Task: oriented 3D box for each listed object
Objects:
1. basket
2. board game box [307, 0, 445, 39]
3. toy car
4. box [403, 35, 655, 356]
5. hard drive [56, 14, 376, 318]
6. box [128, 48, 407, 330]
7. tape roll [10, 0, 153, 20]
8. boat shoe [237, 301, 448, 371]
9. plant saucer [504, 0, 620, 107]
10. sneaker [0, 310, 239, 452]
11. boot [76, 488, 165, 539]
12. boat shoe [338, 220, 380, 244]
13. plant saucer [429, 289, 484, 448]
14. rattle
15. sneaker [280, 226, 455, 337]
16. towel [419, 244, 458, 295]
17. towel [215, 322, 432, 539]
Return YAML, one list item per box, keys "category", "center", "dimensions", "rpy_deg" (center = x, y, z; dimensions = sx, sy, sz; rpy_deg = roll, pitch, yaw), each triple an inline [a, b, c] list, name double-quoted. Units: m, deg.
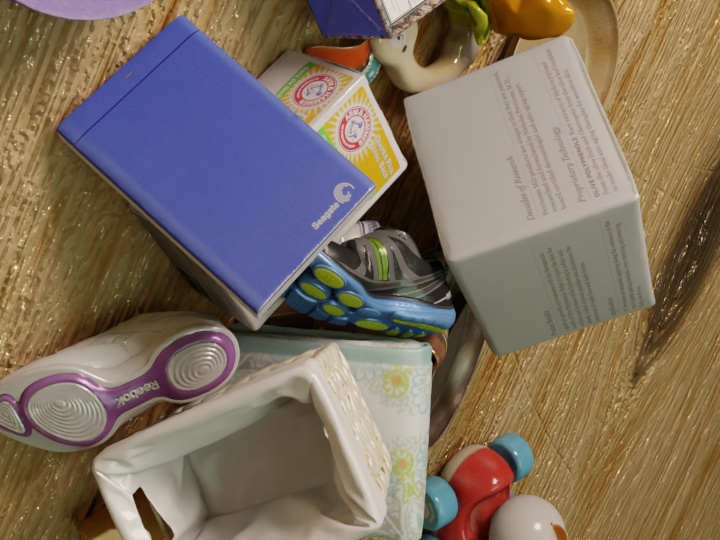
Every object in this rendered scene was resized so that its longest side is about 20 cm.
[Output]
- category: "basket"
  center: [-0.083, 0.155, 0.756]
  dimensions: [0.137, 0.199, 0.123]
  rpy_deg: [65, 15, -2]
- category: "board game box"
  center: [0.035, -0.306, 0.770]
  dimensions: [0.200, 0.096, 0.160]
  rpy_deg: [-39, 122, -24]
- category: "toy car"
  center: [0.186, 0.333, 1.196]
  dimensions: [0.183, 0.199, 0.179]
  rpy_deg: [-17, 122, -38]
- category: "box"
  center: [0.161, -0.064, 0.910]
  dimensions: [0.170, 0.201, 0.199]
  rpy_deg: [-20, 146, 10]
- category: "hard drive"
  center: [-0.105, -0.080, 0.708]
  dimensions: [0.132, 0.200, 0.025]
  rpy_deg: [-47, 174, -17]
- category: "box"
  center: [-0.072, -0.072, 0.799]
  dimensions: [0.200, 0.101, 0.113]
  rpy_deg: [-47, 137, -17]
- category: "tape roll"
  center: [-0.189, -0.264, 0.596]
  dimensions: [0.199, 0.085, 0.202]
  rpy_deg: [-22, 124, -36]
- category: "boat shoe"
  center: [-0.018, 0.062, 0.873]
  dimensions: [0.198, 0.068, 0.073]
  rpy_deg: [2, 116, 2]
- category: "plant saucer"
  center: [0.215, -0.222, 1.063]
  dimensions: [0.199, 0.035, 0.202]
  rpy_deg: [-22, 124, -36]
- category: "sneaker"
  center: [-0.198, 0.084, 0.774]
  dimensions: [0.198, 0.100, 0.076]
  rpy_deg: [-15, 110, -12]
- category: "boot"
  center: [-0.173, 0.261, 0.903]
  dimensions: [0.144, 0.071, 0.202]
  rpy_deg: [-38, 128, -19]
- category: "boat shoe"
  center: [-0.019, 0.038, 0.946]
  dimensions: [0.065, 0.074, 0.202]
  rpy_deg: [-2, 122, -11]
- category: "plant saucer"
  center: [0.096, 0.102, 1.071]
  dimensions: [0.201, 0.032, 0.201]
  rpy_deg: [-54, 155, -39]
- category: "rattle"
  center: [0.070, -0.197, 0.858]
  dimensions: [0.199, 0.143, 0.131]
  rpy_deg: [-27, 144, -41]
- category: "sneaker"
  center: [0.001, 0.000, 0.794]
  dimensions: [0.199, 0.070, 0.084]
  rpy_deg: [19, 59, -40]
- category: "towel"
  center: [0.063, 0.043, 1.004]
  dimensions: [0.200, 0.023, 0.154]
  rpy_deg: [-24, 130, -65]
- category: "towel"
  center: [-0.039, 0.139, 0.832]
  dimensions: [0.048, 0.198, 0.173]
  rpy_deg: [-34, 127, -76]
